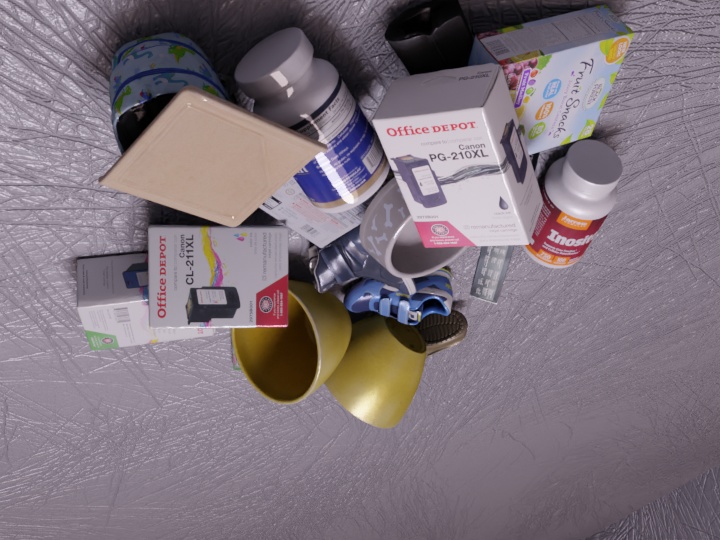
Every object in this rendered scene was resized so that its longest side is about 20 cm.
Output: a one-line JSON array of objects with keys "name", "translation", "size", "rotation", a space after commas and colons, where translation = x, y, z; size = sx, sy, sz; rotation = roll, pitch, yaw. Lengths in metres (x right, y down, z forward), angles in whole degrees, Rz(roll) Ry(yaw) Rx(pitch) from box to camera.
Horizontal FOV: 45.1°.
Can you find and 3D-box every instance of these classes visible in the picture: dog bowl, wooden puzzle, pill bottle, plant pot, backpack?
[{"name": "dog bowl", "translation": [0.097, -0.070, 1.221], "size": [0.198, 0.059, 0.201], "rotation": [-24, 148, -16]}, {"name": "wooden puzzle", "translation": [-0.164, -0.123, 0.960], "size": [0.184, 0.038, 0.199], "rotation": [18, 143, -41]}, {"name": "pill bottle", "translation": [-0.056, -0.176, 1.025], "size": [0.114, 0.117, 0.201], "rotation": [-23, 127, 17]}, {"name": "plant pot", "translation": [0.039, 0.161, 1.566], "size": [0.199, 0.201, 0.142], "rotation": [20, 120, -42]}, {"name": "pill bottle", "translation": [0.323, -0.101, 1.329], "size": [0.111, 0.114, 0.201], "rotation": [-5, 148, -13]}, {"name": "backpack", "translation": [-0.214, -0.174, 1.003], "size": [0.161, 0.156, 0.200], "rotation": [-11, 169, 7]}, {"name": "plant pot", "translation": [-0.096, 0.103, 1.442], "size": [0.141, 0.202, 0.200], "rotation": [-17, 162, -49]}]

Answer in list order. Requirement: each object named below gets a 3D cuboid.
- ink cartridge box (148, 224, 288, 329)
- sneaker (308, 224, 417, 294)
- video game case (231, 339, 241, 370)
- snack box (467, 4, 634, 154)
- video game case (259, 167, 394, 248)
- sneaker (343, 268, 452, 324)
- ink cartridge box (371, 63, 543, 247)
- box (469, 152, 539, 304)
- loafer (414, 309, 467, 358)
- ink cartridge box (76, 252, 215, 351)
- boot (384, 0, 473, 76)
[{"name": "ink cartridge box", "translation": [-0.206, 0.008, 1.247], "size": [0.197, 0.148, 0.083], "rotation": [-1, -176, -12]}, {"name": "sneaker", "translation": [-0.001, -0.001, 1.389], "size": [0.145, 0.077, 0.203], "rotation": [-30, 137, 7]}, {"name": "video game case", "translation": [-0.141, 0.127, 1.611], "size": [0.197, 0.022, 0.183], "rotation": [-6, 148, -11]}, {"name": "snack box", "translation": [0.221, -0.225, 1.078], "size": [0.198, 0.068, 0.170], "rotation": [-20, 147, -22]}, {"name": "video game case", "translation": [-0.045, -0.126, 1.214], "size": [0.180, 0.046, 0.199], "rotation": [-29, 146, 22]}, {"name": "sneaker", "translation": [0.069, 0.051, 1.510], "size": [0.197, 0.083, 0.074], "rotation": [-9, 150, -2]}, {"name": "ink cartridge box", "translation": [0.118, -0.129, 1.027], "size": [0.143, 0.085, 0.201], "rotation": [-1, 133, 31]}, {"name": "box", "translation": [0.208, -0.075, 1.241], "size": [0.045, 0.160, 0.201], "rotation": [15, 144, 9]}, {"name": "loafer", "translation": [0.124, 0.129, 1.672], "size": [0.198, 0.077, 0.067], "rotation": [-19, 151, 29]}, {"name": "ink cartridge box", "translation": [-0.329, 0.046, 1.348], "size": [0.197, 0.089, 0.146], "rotation": [-5, 149, -10]}, {"name": "boot", "translation": [0.075, -0.229, 1.069], "size": [0.164, 0.066, 0.200], "rotation": [-32, 152, 7]}]
